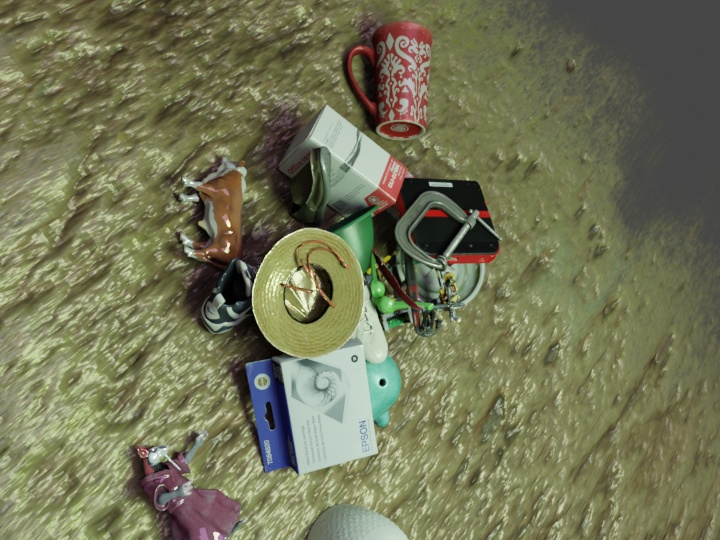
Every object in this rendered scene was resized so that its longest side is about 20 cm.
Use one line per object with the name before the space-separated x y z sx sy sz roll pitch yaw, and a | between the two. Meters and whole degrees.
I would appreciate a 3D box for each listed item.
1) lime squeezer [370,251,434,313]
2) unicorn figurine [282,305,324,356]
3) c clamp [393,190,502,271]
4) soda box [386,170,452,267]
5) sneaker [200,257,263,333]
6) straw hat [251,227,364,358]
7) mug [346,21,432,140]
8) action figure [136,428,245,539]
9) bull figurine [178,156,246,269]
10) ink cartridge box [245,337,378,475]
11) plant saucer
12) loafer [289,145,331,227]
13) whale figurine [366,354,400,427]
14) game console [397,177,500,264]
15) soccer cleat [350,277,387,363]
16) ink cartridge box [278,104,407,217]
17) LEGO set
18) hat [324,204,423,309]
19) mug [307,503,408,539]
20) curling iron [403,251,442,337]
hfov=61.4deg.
lime squeezer | 0.046 0.032 1.075 0.037 0.200 0.071 30 100 -41
unicorn figurine | -0.082 0.094 1.064 0.135 0.074 0.203 24 76 22
c clamp | 0.156 -0.069 1.106 0.171 0.027 0.200 44 54 6
soda box | 0.134 -0.104 1.208 0.199 0.063 0.070 41 69 -2
sneaker | -0.172 0.018 1.005 0.196 0.130 0.081 -28 79 -30
straw hat | -0.089 0.038 0.999 0.195 0.085 0.208 1 87 -18
mug | 0.067 -0.387 1.271 0.133 0.173 0.206 19 70 -64
action figure | -0.275 0.343 0.917 0.200 0.134 0.149 46 103 0
bull figurine | -0.247 -0.104 1.033 0.118 0.065 0.206 0 77 -27
ink cartridge box | -0.078 0.231 1.004 0.194 0.041 0.205 -12 104 -11
plant saucer | 0.159 -0.014 1.250 0.194 0.050 0.206 4 74 -14
loafer | -0.091 -0.142 1.067 0.068 0.201 0.077 5 60 -8
whale figurine | -0.001 0.232 1.082 0.159 0.103 0.202 41 64 -17
game console | 0.167 -0.097 1.163 0.195 0.031 0.181 -1 61 -24
soccer cleat | -0.001 0.072 1.086 0.068 0.079 0.203 -4 49 -26
ink cartridge box | -0.034 -0.190 1.131 0.198 0.143 0.085 33 61 -21
LEGO set | 0.094 0.034 1.135 0.194 0.116 0.159 -8 86 -2
hat | 0.000 0.000 1.080 0.163 0.200 0.179 -27 98 10
mug | 0.022 0.494 0.995 0.147 0.174 0.203 -37 99 -31
curling iron | 0.101 0.034 1.078 0.048 0.026 0.204 1 50 -17
